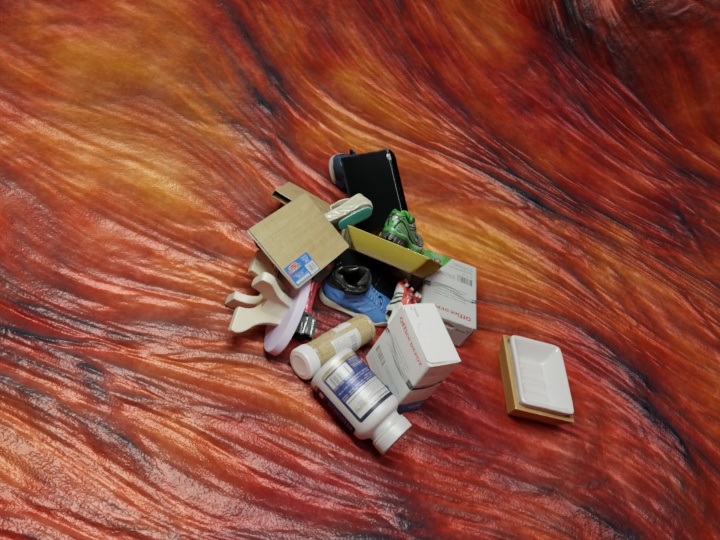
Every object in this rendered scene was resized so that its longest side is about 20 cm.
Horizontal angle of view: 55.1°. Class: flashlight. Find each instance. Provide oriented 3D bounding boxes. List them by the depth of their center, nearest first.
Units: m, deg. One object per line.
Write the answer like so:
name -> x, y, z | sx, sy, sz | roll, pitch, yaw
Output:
flashlight -> -0.104, 0.051, 1.482 | 0.067, 0.068, 0.201 | 16, 64, -14

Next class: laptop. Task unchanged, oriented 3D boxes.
laptop -> 0.042, -0.197, 1.723 | 0.200, 0.115, 0.189 | -26, 103, -80

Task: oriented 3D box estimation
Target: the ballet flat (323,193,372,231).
ballet flat -> -0.067, -0.111, 1.535 | 0.199, 0.068, 0.062 | -26, 59, -17

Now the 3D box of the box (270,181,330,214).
box -> -0.122, -0.156, 1.652 | 0.163, 0.021, 0.200 | 31, 14, -2

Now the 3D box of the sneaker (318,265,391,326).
sneaker -> 0.016, 0.053, 1.552 | 0.199, 0.111, 0.077 | 21, 45, -11

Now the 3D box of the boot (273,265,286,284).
boot -> -0.150, -0.028, 1.546 | 0.072, 0.091, 0.201 | 20, 45, -12

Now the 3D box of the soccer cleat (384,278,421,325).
soccer cleat -> 0.091, 0.076, 1.538 | 0.069, 0.085, 0.200 | 47, 10, -10

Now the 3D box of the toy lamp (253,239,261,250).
toy lamp -> -0.197, -0.065, 1.489 | 0.058, 0.200, 0.059 | 0, 88, -1

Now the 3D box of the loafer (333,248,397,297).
loafer -> 0.000, 0.000, 1.620 | 0.199, 0.072, 0.073 | 33, 78, -24

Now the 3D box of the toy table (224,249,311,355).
toy table -> -0.189, 0.059, 1.405 | 0.117, 0.184, 0.201 | 28, 47, -24

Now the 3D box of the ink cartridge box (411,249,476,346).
ink cartridge box -> 0.199, 0.065, 1.661 | 0.146, 0.083, 0.201 | 21, 45, -11

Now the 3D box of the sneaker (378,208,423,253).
sneaker -> 0.113, -0.093, 1.650 | 0.078, 0.086, 0.200 | 23, 1, 20

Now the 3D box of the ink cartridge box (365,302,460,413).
ink cartridge box -> 0.104, 0.182, 1.425 | 0.084, 0.200, 0.145 | -4, 55, -30

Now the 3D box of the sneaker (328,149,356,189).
sneaker -> -0.006, -0.227, 1.809 | 0.081, 0.146, 0.200 | -50, 128, -14

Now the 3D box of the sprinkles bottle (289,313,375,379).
sprinkles bottle -> -0.055, 0.158, 1.454 | 0.199, 0.068, 0.068 | -26, 67, -41

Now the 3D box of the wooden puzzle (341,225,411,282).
wooden puzzle -> 0.046, -0.071, 1.730 | 0.199, 0.037, 0.186 | 21, 45, -12

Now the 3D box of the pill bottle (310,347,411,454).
pill bottle -> 0.005, 0.261, 1.366 | 0.200, 0.111, 0.111 | 46, 46, 14

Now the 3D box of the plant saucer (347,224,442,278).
plant saucer -> 0.075, -0.034, 1.570 | 0.199, 0.049, 0.200 | 23, 2, 16

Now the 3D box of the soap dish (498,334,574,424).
soap dish -> 0.403, 0.258, 1.608 | 0.156, 0.081, 0.201 | 15, 46, -17

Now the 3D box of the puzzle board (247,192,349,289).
puzzle board -> -0.124, -0.063, 1.417 | 0.151, 0.017, 0.200 | 51, 42, -2
